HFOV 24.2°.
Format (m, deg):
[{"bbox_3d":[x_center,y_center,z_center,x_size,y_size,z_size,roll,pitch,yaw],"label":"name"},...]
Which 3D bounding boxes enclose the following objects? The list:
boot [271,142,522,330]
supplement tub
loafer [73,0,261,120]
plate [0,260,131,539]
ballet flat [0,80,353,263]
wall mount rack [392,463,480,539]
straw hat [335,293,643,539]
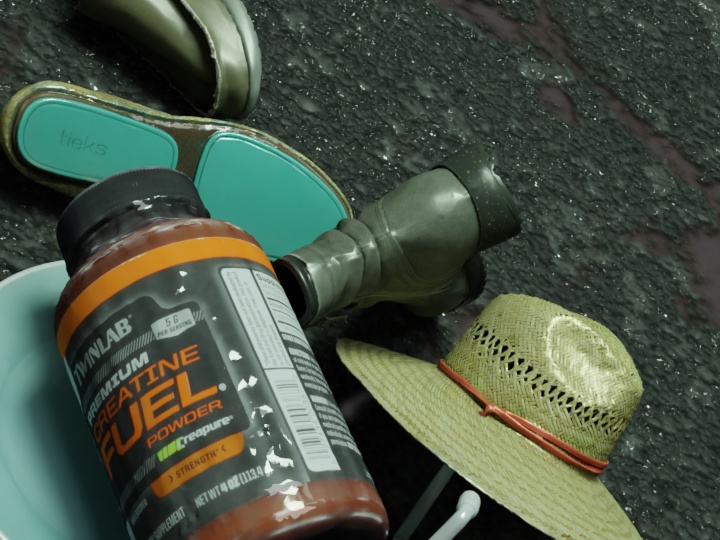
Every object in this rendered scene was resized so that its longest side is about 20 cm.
[{"bbox_3d":[0.000,0.000,0.869,0.130,0.200,0.068,-26,80,-12],"label":"boot"},{"bbox_3d":[-0.072,0.052,0.746,0.107,0.107,0.201,-4,54,-37],"label":"supplement tub"},{"bbox_3d":[-0.132,-0.157,0.973,0.069,0.075,0.200,-27,66,-34],"label":"loafer"},{"bbox_3d":[-0.106,0.080,0.796,0.199,0.026,0.201,19,44,-19],"label":"plate"},{"bbox_3d":[-0.098,-0.054,0.902,0.199,0.071,0.071,18,44,-22],"label":"ballet flat"},{"bbox_3d":[0.076,0.155,0.817,0.200,0.075,0.174,44,4,0],"label":"wall mount rack"},{"bbox_3d":[0.089,0.058,0.837,0.201,0.085,0.201,34,6,-4],"label":"straw hat"}]
